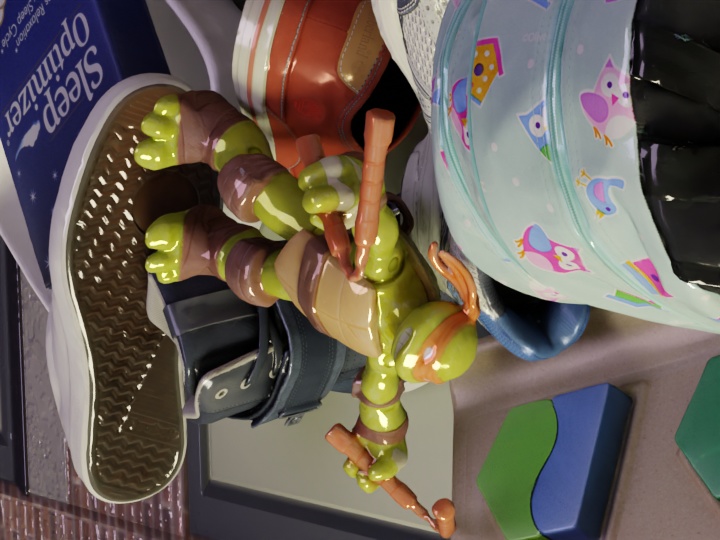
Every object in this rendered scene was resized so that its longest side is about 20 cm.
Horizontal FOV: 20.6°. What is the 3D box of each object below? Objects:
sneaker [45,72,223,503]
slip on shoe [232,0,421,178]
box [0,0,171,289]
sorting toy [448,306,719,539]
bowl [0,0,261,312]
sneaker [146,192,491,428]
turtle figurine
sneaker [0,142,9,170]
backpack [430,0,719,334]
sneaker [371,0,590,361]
[{"bbox_3d":[-0.112,-0.001,0.875,0.085,0.073,0.200,-131,45,-53],"label":"sneaker"},{"bbox_3d":[-0.006,-0.064,0.798,0.200,0.061,0.074,71,-144,-75],"label":"slip on shoe"},{"bbox_3d":[-0.132,-0.077,0.946,0.121,0.032,0.200,-43,61,46],"label":"box"},{"bbox_3d":[0.103,0.097,0.670,0.185,0.036,0.200,-19,59,33],"label":"sorting toy"},{"bbox_3d":[-0.107,-0.066,0.998,0.200,0.075,0.200,49,131,41],"label":"bowl"},{"bbox_3d":[0.000,0.002,0.800,0.202,0.146,0.077,-43,58,46],"label":"sneaker"},{"bbox_3d":[-0.011,-0.007,0.697,0.161,0.064,0.200,34,150,36],"label":"turtle figurine"},{"bbox_3d":[-0.187,-0.107,1.097,0.071,0.080,0.200,40,124,45],"label":"sneaker"},{"bbox_3d":[0.122,-0.045,0.577,0.127,0.200,0.167,-8,88,54],"label":"backpack"},{"bbox_3d":[0.056,-0.049,0.667,0.200,0.077,0.085,80,166,-46],"label":"sneaker"}]
